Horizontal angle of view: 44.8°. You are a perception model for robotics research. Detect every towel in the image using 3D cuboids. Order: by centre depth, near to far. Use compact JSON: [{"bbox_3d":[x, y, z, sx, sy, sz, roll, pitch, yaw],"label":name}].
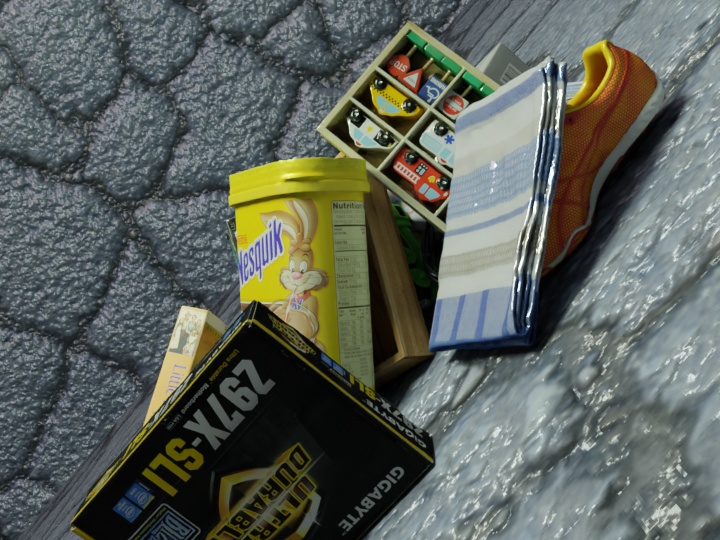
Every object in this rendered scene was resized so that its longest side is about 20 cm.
[{"bbox_3d":[0.094,-0.041,0.639,0.147,0.024,0.200,162,119,-68],"label":"towel"}]

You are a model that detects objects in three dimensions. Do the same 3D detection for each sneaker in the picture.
[{"bbox_3d":[0.146,-0.076,0.648,0.200,0.077,0.073,-62,13,-7],"label":"sneaker"}]

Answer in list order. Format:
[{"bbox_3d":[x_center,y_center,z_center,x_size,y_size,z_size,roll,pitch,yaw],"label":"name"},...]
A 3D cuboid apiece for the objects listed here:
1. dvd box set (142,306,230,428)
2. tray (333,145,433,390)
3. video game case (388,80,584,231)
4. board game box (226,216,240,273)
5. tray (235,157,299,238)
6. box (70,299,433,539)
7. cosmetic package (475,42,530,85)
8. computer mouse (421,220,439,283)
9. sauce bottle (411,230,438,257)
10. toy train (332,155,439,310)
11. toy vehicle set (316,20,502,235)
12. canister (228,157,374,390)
[{"bbox_3d":[-0.145,0.148,0.761,0.146,0.029,0.200,61,-139,-65],"label":"dvd box set"},{"bbox_3d":[0.000,0.000,0.787,0.099,0.037,0.200,-39,60,47],"label":"tray"},{"bbox_3d":[0.118,-0.112,0.866,0.200,0.022,0.182,8,56,52],"label":"video game case"},{"bbox_3d":[-0.101,0.048,0.938,0.028,0.200,0.135,-18,-6,-9],"label":"board game box"},{"bbox_3d":[-0.031,-0.010,0.894,0.022,0.200,0.107,9,57,52],"label":"tray"},{"bbox_3d":[-0.074,0.144,0.603,0.200,0.160,0.049,-47,10,13],"label":"box"},{"bbox_3d":[0.122,-0.167,1.058,0.200,0.090,0.107,-44,11,45],"label":"cosmetic package"},{"bbox_3d":[0.105,-0.071,0.780,0.200,0.059,0.034,-61,-19,-22],"label":"computer mouse"},{"bbox_3d":[0.047,-0.013,0.902,0.066,0.066,0.200,-43,11,36],"label":"sauce bottle"},{"bbox_3d":[0.025,-0.039,0.835,0.042,0.056,0.200,-56,49,32],"label":"toy train"},{"bbox_3d":[0.077,-0.105,0.738,0.124,0.200,0.027,-50,-17,0],"label":"toy vehicle set"},{"bbox_3d":[-0.050,0.013,0.748,0.148,0.086,0.201,-3,90,58],"label":"canister"}]
